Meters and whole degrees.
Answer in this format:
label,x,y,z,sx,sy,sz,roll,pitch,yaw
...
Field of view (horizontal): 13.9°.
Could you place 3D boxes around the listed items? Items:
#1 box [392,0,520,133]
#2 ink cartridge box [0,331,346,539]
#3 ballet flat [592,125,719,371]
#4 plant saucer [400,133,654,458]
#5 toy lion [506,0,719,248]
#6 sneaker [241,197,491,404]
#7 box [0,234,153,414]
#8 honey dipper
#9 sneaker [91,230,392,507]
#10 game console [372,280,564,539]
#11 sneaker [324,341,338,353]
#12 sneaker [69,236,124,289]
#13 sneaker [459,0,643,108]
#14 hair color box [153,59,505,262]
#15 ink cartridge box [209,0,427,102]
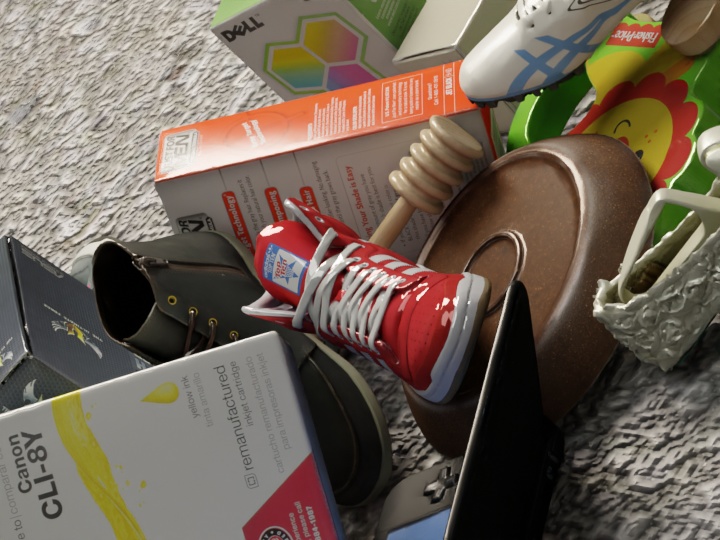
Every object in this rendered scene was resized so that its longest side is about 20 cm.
label,x,y,z,sx,sy,sz,roll,pitch,yaw
box,0.106,-0.185,1.871,0.068,0.082,0.200,-7,44,51
ink cartridge box,-0.116,0.131,1.572,0.199,0.146,0.083,-17,-6,2
ballet flat,0.184,-0.031,1.490,0.200,0.072,0.072,-55,20,27
plant saucer,0.082,0.008,1.632,0.200,0.034,0.201,-39,36,35
toy lion,0.147,-0.075,1.687,0.192,0.069,0.200,-59,28,-9
sneaker,0.000,0.014,1.550,0.200,0.112,0.071,-162,95,-80
box,-0.137,0.078,1.716,0.051,0.200,0.158,-49,24,14
honey dipper,0.000,0.000,1.700,0.200,0.038,0.038,-54,24,15
sneaker,-0.073,0.060,1.664,0.200,0.106,0.075,49,117,25
game console,0.031,0.132,1.490,0.176,0.116,0.200,-24,33,36
sneaker,-0.032,0.002,1.818,0.082,0.070,0.200,-42,28,15
sneaker,-0.171,0.052,1.946,0.121,0.084,0.200,-43,26,-15
sneaker,0.130,-0.167,1.659,0.200,0.072,0.072,-37,27,17
hair color box,-0.013,-0.051,1.752,0.199,0.102,0.061,-12,35,9
ink cartridge box,-0.024,-0.161,1.889,0.104,0.200,0.059,-22,35,41
